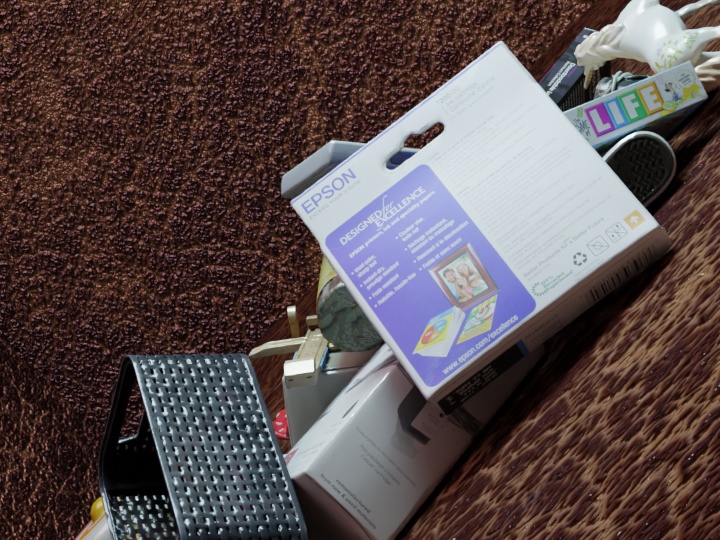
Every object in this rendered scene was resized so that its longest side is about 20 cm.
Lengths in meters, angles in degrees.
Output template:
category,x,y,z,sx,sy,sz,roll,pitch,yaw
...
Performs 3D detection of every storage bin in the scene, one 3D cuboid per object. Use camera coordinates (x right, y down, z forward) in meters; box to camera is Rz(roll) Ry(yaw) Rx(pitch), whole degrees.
category,x,y,z,sx,sy,sz,roll,pitch,yaw
storage bin,-0.115,0.168,1.353,0.201,0.093,0.136,-112,31,-44

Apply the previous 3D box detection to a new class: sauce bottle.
category,x,y,z,sx,sy,sz,roll,pitch,yaw
sauce bottle,0.000,0.000,1.537,0.065,0.065,0.200,-45,12,18

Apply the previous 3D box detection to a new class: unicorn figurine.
category,x,y,z,sx,sy,sz,roll,pitch,yaw
unicorn figurine,0.256,-0.199,1.602,0.137,0.074,0.200,-36,22,2

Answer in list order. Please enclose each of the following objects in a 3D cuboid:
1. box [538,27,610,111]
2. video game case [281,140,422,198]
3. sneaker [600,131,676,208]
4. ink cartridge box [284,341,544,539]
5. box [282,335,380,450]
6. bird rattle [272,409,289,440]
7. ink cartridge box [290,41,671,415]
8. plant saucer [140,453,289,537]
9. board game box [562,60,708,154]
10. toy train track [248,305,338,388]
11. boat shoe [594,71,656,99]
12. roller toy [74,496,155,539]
category,x,y,z,sx,sy,sz,roll,pitch,yaw
box,0.179,-0.117,1.825,0.200,0.036,0.144,-48,-31,-30
video game case,0.042,-0.072,1.526,0.200,0.180,0.022,158,117,-76
sneaker,0.164,-0.031,1.491,0.199,0.073,0.085,-37,-1,8
ink cartridge box,0.027,0.112,1.387,0.200,0.085,0.146,-47,4,-23
box,-0.009,0.103,1.575,0.077,0.096,0.200,-7,8,7
bird rattle,0.001,0.115,1.797,0.163,0.113,0.201,-36,-17,-37
ink cartridge box,0.080,-0.032,1.331,0.197,0.201,0.043,-36,-31,1
plant saucer,-0.079,0.198,1.535,0.198,0.051,0.200,-12,9,2
board game box,0.189,-0.100,1.563,0.133,0.035,0.200,-23,-9,-15
toy train track,-0.040,0.054,1.513,0.113,0.033,0.200,-9,10,5
boat shoe,0.236,-0.141,1.705,0.072,0.071,0.200,-49,5,-32
roller toy,-0.206,0.272,1.845,0.182,0.140,0.200,-45,5,24
